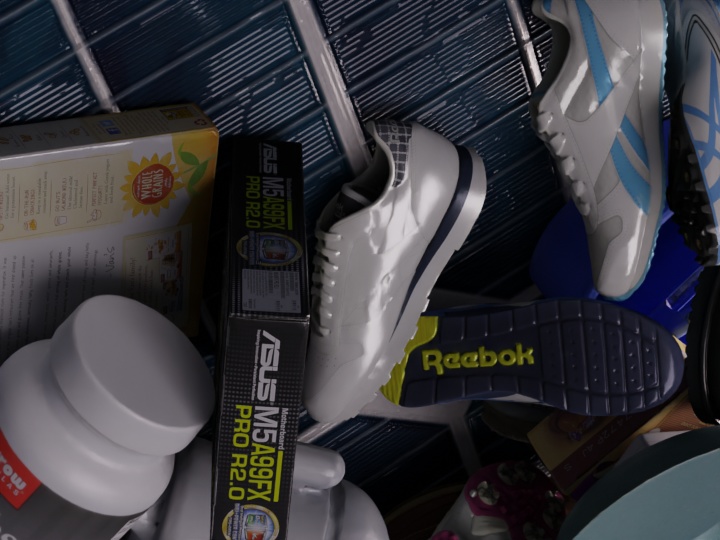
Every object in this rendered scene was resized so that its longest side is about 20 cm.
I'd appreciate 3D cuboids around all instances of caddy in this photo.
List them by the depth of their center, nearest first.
[{"bbox_3d":[0.213,-0.005,1.402,0.200,0.105,0.141,-43,132,-1],"label":"caddy"}]

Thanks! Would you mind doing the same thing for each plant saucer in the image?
[{"bbox_3d":[0.200,0.157,1.338,0.199,0.036,0.200,-18,145,-14],"label":"plant saucer"}]

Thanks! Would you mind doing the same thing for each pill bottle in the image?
[{"bbox_3d":[-0.177,0.111,1.181,0.116,0.116,0.200,17,128,-40],"label":"pill bottle"}]

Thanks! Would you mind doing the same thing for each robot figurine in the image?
[{"bbox_3d":[-0.067,0.172,1.305,0.199,0.113,0.170,18,123,-9],"label":"robot figurine"}]

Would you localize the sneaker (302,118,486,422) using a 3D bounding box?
[{"bbox_3d":[0.000,0.000,1.299,0.080,0.076,0.201,18,105,-27],"label":"sneaker"}]

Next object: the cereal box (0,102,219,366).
[{"bbox_3d":[-0.181,-0.014,1.181,0.199,0.040,0.144,-9,126,-28],"label":"cereal box"}]

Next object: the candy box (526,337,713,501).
[{"bbox_3d":[0.212,0.121,1.417,0.117,0.057,0.200,-41,144,13],"label":"candy box"}]

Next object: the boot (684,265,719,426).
[{"bbox_3d":[0.294,0.009,1.282,0.073,0.162,0.199,19,82,-54],"label":"boot"}]

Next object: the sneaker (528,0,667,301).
[{"bbox_3d":[0.146,-0.081,1.298,0.080,0.077,0.201,-2,94,-4],"label":"sneaker"}]

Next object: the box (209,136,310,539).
[{"bbox_3d":[-0.059,0.040,1.191,0.044,0.200,0.161,3,120,-5],"label":"box"}]

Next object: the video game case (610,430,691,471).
[{"bbox_3d":[0.195,0.177,1.410,0.143,0.017,0.200,0,136,-34],"label":"video game case"}]

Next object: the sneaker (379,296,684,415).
[{"bbox_3d":[0.111,0.051,1.336,0.082,0.199,0.074,-6,98,-68],"label":"sneaker"}]

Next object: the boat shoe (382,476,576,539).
[{"bbox_3d":[0.094,0.193,1.484,0.199,0.068,0.072,-4,122,-31],"label":"boat shoe"}]

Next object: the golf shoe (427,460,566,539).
[{"bbox_3d":[0.069,0.194,1.405,0.092,0.075,0.200,-47,173,37],"label":"golf shoe"}]

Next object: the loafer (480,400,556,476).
[{"bbox_3d":[0.156,0.123,1.472,0.200,0.075,0.070,18,105,-40],"label":"loafer"}]

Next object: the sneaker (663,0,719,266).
[{"bbox_3d":[0.221,-0.092,1.292,0.072,0.201,0.072,1,146,-1],"label":"sneaker"}]
